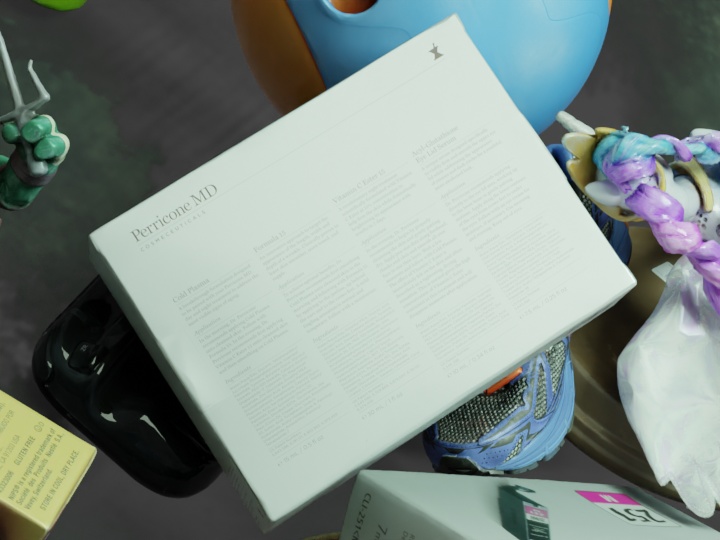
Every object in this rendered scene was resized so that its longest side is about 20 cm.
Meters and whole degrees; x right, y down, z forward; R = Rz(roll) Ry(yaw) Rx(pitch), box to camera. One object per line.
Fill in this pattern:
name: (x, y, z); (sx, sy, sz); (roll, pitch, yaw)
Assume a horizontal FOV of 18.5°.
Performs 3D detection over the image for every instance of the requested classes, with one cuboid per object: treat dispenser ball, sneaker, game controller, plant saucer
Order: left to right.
game controller: (-0.072, 0.022, 1.058); (0.104, 0.042, 0.200); (48, 44, -8)
treat dispenser ball: (0.031, -0.150, 1.138); (0.199, 0.201, 0.202); (16, 48, -19)
sneaker: (0.073, 0.018, 1.077); (0.075, 0.079, 0.201); (-1, 45, 26)
plant saucer: (0.168, 0.043, 1.159); (0.198, 0.030, 0.201); (14, 38, -11)

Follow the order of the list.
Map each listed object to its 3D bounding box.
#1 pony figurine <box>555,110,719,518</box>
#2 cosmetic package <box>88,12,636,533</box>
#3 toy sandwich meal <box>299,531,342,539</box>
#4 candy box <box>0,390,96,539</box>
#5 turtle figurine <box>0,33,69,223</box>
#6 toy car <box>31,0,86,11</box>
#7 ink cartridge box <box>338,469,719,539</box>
pony figurine: (0.188, 0.002, 1.084); (0.199, 0.167, 0.194); (8, 42, -56)
cosmetic package: (0.000, 0.000, 0.993); (0.199, 0.052, 0.151); (-31, 83, -13)
toy sandwich meal: (0.029, 0.190, 0.949); (0.204, 0.070, 0.206); (16, 48, -19)
candy box: (-0.218, 0.069, 0.867); (0.199, 0.117, 0.057); (32, 37, -3)
turtle figurine: (-0.196, -0.038, 0.979); (0.148, 0.101, 0.201); (-1, 61, 12)
toy car: (-0.098, -0.244, 1.182); (0.199, 0.164, 0.158); (-9, 59, -50)
ink cartridge box: (0.116, 0.143, 0.966); (0.199, 0.044, 0.173); (9, 12, -44)
